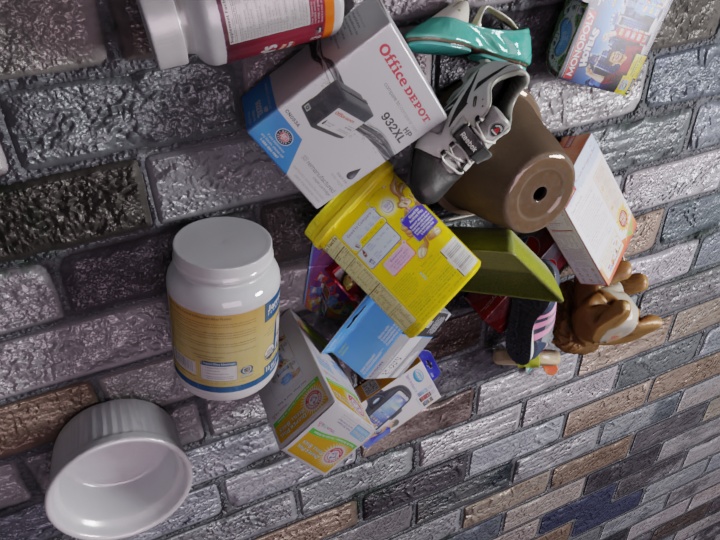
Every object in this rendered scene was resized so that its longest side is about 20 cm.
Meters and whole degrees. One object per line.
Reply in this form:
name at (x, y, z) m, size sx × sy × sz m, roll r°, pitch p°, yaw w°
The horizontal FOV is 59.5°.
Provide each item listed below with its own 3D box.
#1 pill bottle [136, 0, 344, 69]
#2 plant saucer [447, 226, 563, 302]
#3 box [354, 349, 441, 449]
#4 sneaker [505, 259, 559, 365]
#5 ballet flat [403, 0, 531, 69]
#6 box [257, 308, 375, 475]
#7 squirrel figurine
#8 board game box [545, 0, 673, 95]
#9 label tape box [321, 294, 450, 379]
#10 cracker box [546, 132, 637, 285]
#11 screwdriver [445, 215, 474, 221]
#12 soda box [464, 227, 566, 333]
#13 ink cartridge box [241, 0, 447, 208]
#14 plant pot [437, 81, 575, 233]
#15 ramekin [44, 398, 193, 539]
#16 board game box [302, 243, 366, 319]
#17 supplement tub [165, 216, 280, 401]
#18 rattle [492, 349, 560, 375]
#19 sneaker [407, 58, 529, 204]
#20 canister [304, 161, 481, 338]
pill bottle at (-0.123, -0.275, 0.642) m, size 0.196 × 0.110 × 0.111 m, roll -20°, pitch 129°, yaw -14°
plant saucer at (0.186, -0.016, 0.949) m, size 0.199 × 0.197 × 0.049 m, roll 31°, pitch 71°, yaw -46°
box at (0.060, 0.228, 1.136) m, size 0.198 × 0.042 × 0.120 m, roll -33°, pitch 131°, yaw -1°
sneaker at (0.295, 0.059, 1.043) m, size 0.081 × 0.070 × 0.203 m, roll -24°, pitch 136°, yaw -35°
ballet flat at (0.138, -0.303, 0.802) m, size 0.196 × 0.067 × 0.072 m, roll 1°, pitch 98°, yaw -28°
box at (-0.078, 0.174, 0.917) m, size 0.101 × 0.201 × 0.113 m, roll -40°, pitch 131°, yaw 5°
squirrel figurine at (0.399, 0.039, 1.111) m, size 0.139 × 0.190 × 0.200 m, roll 11°, pitch 142°, yaw -34°
board game box at (0.325, -0.360, 0.854) m, size 0.196 × 0.062 × 0.204 m, roll 3°, pitch 120°, yaw -28°
label tape box at (0.045, 0.096, 0.972) m, size 0.144 × 0.066 × 0.199 m, roll -52°, pitch 156°, yaw 12°
cracker box at (0.356, -0.093, 0.997) m, size 0.201 × 0.057 × 0.135 m, roll 50°, pitch 63°, yaw -29°
screwdriver at (0.218, -0.101, 1.001) m, size 0.195 × 0.028 × 0.030 m, roll -8°, pitch 95°, yaw -22°
soda box at (0.274, 0.005, 1.074) m, size 0.063 × 0.070 × 0.201 m, roll 31°, pitch 104°, yaw -40°
ink cartridge box at (-0.019, -0.193, 0.746) m, size 0.198 × 0.085 × 0.145 m, roll -33°, pitch 131°, yaw 14°
plant pot at (0.194, -0.142, 0.862) m, size 0.196 × 0.175 × 0.204 m, roll -13°, pitch 128°, yaw -18°
ramekin at (-0.351, 0.285, 0.918) m, size 0.196 × 0.098 × 0.204 m, roll -15°, pitch 128°, yaw -19°
board game box at (0.000, 0.000, 0.943) m, size 0.155 × 0.039 × 0.204 m, roll -4°, pitch 124°, yaw -26°
supplement tub at (-0.175, 0.050, 0.817) m, size 0.141 × 0.145 × 0.204 m, roll -9°, pitch 126°, yaw -22°
rattle at (0.329, 0.128, 1.216) m, size 0.129 × 0.146 × 0.198 m, roll -27°, pitch 158°, yaw 35°
sneaker at (0.130, -0.167, 0.755) m, size 0.073 × 0.088 × 0.203 m, roll 32°, pitch 88°, yaw -32°
canister at (0.044, -0.030, 0.838) m, size 0.149 × 0.087 × 0.200 m, roll -45°, pitch 87°, yaw 1°
